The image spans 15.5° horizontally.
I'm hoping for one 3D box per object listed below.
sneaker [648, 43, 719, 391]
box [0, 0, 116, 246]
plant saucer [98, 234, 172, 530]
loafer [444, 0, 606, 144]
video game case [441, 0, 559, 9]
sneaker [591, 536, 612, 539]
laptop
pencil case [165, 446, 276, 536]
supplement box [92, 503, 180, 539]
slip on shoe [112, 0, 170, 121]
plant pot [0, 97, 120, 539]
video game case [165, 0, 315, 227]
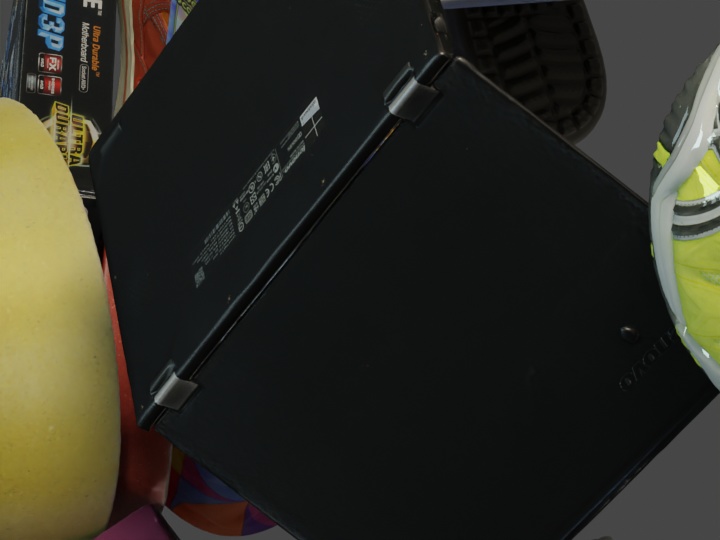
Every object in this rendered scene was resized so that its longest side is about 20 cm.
[{"bbox_3d":[0.134,-0.041,0.732,0.076,0.075,0.201,-122,35,-52],"label":"sneaker"},{"bbox_3d":[-0.150,-0.051,1.256,0.201,0.046,0.159,-94,15,-44],"label":"box"},{"bbox_3d":[-0.111,0.048,1.204,0.200,0.036,0.201,115,160,-60],"label":"plant saucer"},{"bbox_3d":[0.033,-0.127,0.977,0.068,0.075,0.201,-41,55,56],"label":"loafer"},{"bbox_3d":[0.050,-0.177,0.851,0.200,0.023,0.183,5,100,58],"label":"video game case"},{"bbox_3d":[0.058,0.160,0.970,0.200,0.075,0.092,126,126,-65],"label":"sneaker"},{"bbox_3d":[0.014,-0.014,0.884,0.187,0.115,0.201,-49,40,34],"label":"laptop"},{"bbox_3d":[-0.041,0.033,1.176,0.200,0.088,0.089,113,147,-47],"label":"pencil case"},{"bbox_3d":[-0.058,0.217,1.083,0.200,0.103,0.131,56,178,-34],"label":"supplement box"},{"bbox_3d":[-0.082,-0.115,1.301,0.061,0.074,0.201,4,89,33],"label":"slip on shoe"},{"bbox_3d":[-0.202,0.036,1.103,0.200,0.141,0.201,32,127,58],"label":"plant pot"},{"bbox_3d":[0.000,0.000,0.981,0.200,0.045,0.182,47,152,21],"label":"video game case"}]
